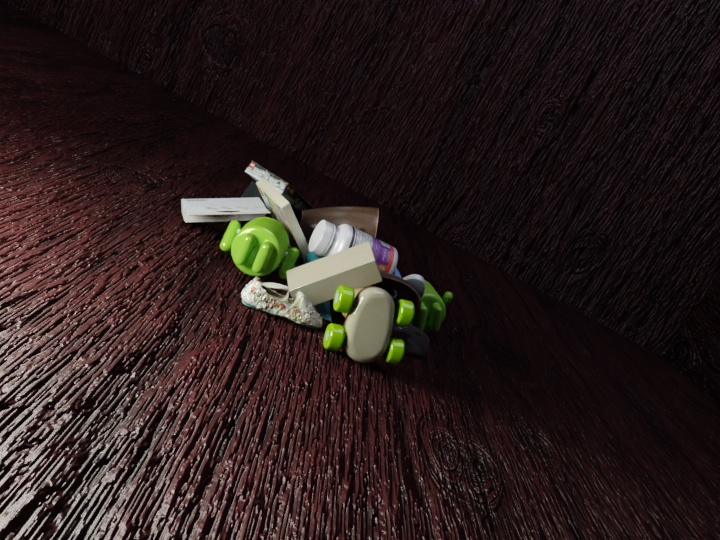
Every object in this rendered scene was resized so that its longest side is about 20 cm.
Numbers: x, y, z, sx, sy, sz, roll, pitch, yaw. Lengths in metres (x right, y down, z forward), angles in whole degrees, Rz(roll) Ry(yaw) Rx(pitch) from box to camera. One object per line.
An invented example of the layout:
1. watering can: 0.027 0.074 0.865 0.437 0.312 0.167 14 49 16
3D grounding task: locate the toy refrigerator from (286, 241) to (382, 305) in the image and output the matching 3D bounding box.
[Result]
1. toy refrigerator: -0.058 0.014 1.563 0.076 0.199 0.070 -107 175 -52

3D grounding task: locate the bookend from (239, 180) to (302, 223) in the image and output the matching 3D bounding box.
1. bookend: -0.267 -0.175 1.936 0.198 0.092 0.200 33 -4 23

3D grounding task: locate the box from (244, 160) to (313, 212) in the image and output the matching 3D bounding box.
1. box: -0.223 -0.224 1.967 0.137 0.040 0.200 32 -4 21

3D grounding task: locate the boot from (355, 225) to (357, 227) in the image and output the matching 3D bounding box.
1. boot: 0.000 0.000 1.781 0.200 0.138 0.077 49 5 -4

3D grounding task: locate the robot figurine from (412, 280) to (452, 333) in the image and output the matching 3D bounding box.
1. robot figurine: 0.160 0.093 1.903 0.174 0.117 0.200 1 20 -12

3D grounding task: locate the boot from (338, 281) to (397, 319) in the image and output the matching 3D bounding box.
1. boot: 0.055 0.089 1.649 0.199 0.132 0.070 17 51 -20

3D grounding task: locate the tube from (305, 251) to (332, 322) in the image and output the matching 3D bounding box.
1. tube: -0.104 0.037 1.651 0.077 0.050 0.201 19 39 -21

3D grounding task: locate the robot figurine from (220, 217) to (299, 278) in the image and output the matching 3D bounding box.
1. robot figurine: -0.228 -0.057 1.614 0.174 0.116 0.200 23 15 -3

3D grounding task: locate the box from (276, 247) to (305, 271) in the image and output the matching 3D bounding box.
1. box: -0.192 -0.035 1.797 0.199 0.046 0.159 28 13 -4

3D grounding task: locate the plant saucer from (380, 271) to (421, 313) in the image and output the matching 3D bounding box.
1. plant saucer: 0.049 0.058 1.688 0.199 0.200 0.032 24 54 -19

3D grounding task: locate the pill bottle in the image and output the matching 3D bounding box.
1. pill bottle: -0.019 -0.043 1.687 0.199 0.112 0.112 25 14 -21

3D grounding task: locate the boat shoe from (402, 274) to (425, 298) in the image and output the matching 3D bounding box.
1. boat shoe: 0.107 0.056 1.759 0.073 0.200 0.068 20 52 -6

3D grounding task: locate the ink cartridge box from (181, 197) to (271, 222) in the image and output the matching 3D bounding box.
1. ink cartridge box: -0.328 -0.139 1.715 0.199 0.044 0.174 -3 20 -18

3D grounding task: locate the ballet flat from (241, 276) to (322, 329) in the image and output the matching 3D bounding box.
1. ballet flat: -0.152 0.068 1.464 0.199 0.064 0.076 22 14 -31

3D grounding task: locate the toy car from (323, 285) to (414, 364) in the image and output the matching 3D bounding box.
1. toy car: 0.001 0.102 1.514 0.163 0.159 0.200 14 4 -15

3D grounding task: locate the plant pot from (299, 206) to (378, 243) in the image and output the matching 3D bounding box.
1. plant pot: -0.067 -0.095 1.887 0.198 0.188 0.187 11 15 -6

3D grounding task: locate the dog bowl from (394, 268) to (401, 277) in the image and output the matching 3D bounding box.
1. dog bowl: 0.052 0.039 1.904 0.050 0.111 0.200 51 17 15

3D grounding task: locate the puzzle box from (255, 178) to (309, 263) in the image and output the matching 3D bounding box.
1. puzzle box: -0.183 -0.118 1.717 0.133 0.025 0.201 43 -19 41

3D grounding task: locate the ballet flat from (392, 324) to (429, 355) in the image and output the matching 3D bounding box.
1. ballet flat: 0.082 0.157 1.651 0.199 0.068 0.046 15 -12 -36
